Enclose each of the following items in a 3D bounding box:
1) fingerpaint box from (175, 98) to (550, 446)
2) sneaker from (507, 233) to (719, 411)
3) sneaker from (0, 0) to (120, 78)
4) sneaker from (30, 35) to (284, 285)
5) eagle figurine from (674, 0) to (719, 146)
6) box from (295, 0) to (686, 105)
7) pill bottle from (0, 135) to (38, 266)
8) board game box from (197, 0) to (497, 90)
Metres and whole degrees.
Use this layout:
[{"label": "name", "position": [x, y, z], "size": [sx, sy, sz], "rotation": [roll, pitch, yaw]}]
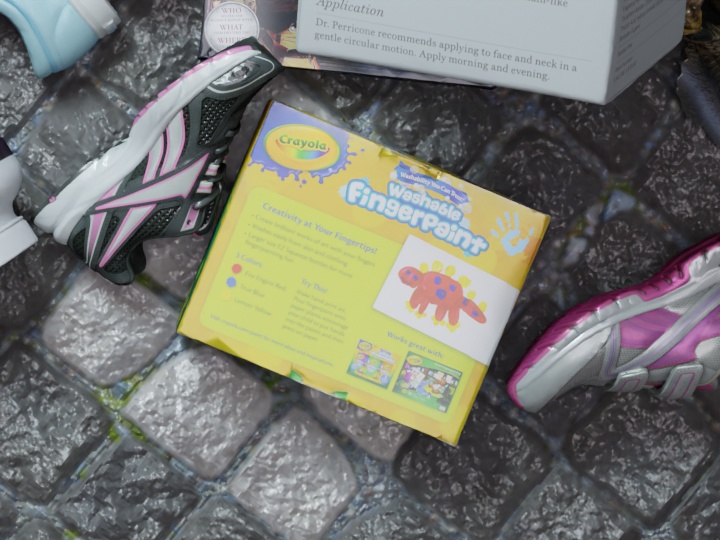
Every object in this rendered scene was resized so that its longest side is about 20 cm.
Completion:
[{"label": "fingerpaint box", "position": [0.000, 0.000, 1.720], "size": [0.200, 0.073, 0.167], "rotation": [22, 91, -6]}, {"label": "sneaker", "position": [0.195, 0.050, 1.727], "size": [0.200, 0.081, 0.088], "rotation": [-27, 93, -2]}, {"label": "sneaker", "position": [-0.251, -0.208, 1.691], "size": [0.082, 0.074, 0.200], "rotation": [-45, 94, -4]}, {"label": "sneaker", "position": [-0.115, -0.069, 1.694], "size": [0.200, 0.080, 0.086], "rotation": [-41, 94, 24]}, {"label": "eagle figurine", "position": [0.276, -0.143, 1.728], "size": [0.200, 0.151, 0.152], "rotation": [30, 134, -34]}, {"label": "box", "position": [0.087, -0.197, 1.582], "size": [0.199, 0.200, 0.131], "rotation": [12, 110, 17]}, {"label": "pill bottle", "position": [-0.294, -0.081, 1.673], "size": [0.112, 0.112, 0.200], "rotation": [-34, 95, -3]}, {"label": "board game box", "position": [-0.002, -0.197, 1.731], "size": [0.200, 0.035, 0.136], "rotation": [5, 92, -5]}]
